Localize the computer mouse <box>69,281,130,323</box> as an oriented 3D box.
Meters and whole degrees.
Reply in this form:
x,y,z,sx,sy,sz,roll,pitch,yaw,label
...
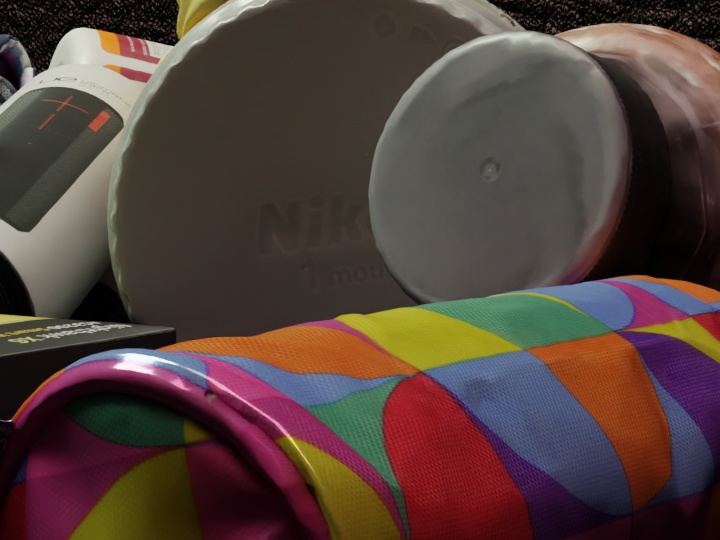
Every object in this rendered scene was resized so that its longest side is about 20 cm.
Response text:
x,y,z,sx,sy,sz,roll,pitch,yaw,label
-0.179,0.036,0.872,0.200,0.034,0.059,-9,31,-38,computer mouse

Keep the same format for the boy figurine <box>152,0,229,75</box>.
x,y,z,sx,sy,sz,roll,pitch,yaw,label
-0.049,-0.055,0.926,0.064,0.200,0.124,3,2,28,boy figurine

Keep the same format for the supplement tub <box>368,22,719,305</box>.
x,y,z,sx,sy,sz,roll,pitch,yaw,label
0.085,-0.002,0.579,0.107,0.107,0.200,4,-10,35,supplement tub

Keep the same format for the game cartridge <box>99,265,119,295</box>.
x,y,z,sx,sy,sz,roll,pitch,yaw,label
-0.173,0.005,1.173,0.133,0.041,0.200,4,4,-4,game cartridge

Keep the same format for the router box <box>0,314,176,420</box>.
x,y,z,sx,sy,sz,roll,pitch,yaw,label
-0.170,0.044,0.591,0.157,0.052,0.200,3,6,31,router box

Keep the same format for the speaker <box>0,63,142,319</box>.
x,y,z,sx,sy,sz,roll,pitch,yaw,label
-0.137,-0.018,0.869,0.081,0.081,0.200,1,21,11,speaker

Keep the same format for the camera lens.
x,y,z,sx,sy,sz,roll,pitch,yaw,label
0.002,-0.022,0.746,0.160,0.160,0.200,1,5,3,camera lens

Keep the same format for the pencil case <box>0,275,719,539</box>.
x,y,z,sx,sy,sz,roll,pitch,yaw,label
0.014,0.047,0.401,0.088,0.088,0.200,4,6,36,pencil case

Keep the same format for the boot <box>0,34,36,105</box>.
x,y,z,sx,sy,sz,roll,pitch,yaw,label
-0.225,-0.070,1.149,0.090,0.073,0.200,-31,23,11,boot

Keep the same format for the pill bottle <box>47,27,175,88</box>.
x,y,z,sx,sy,sz,roll,pitch,yaw,label
-0.076,-0.062,1.205,0.200,0.110,0.110,11,1,-19,pill bottle
